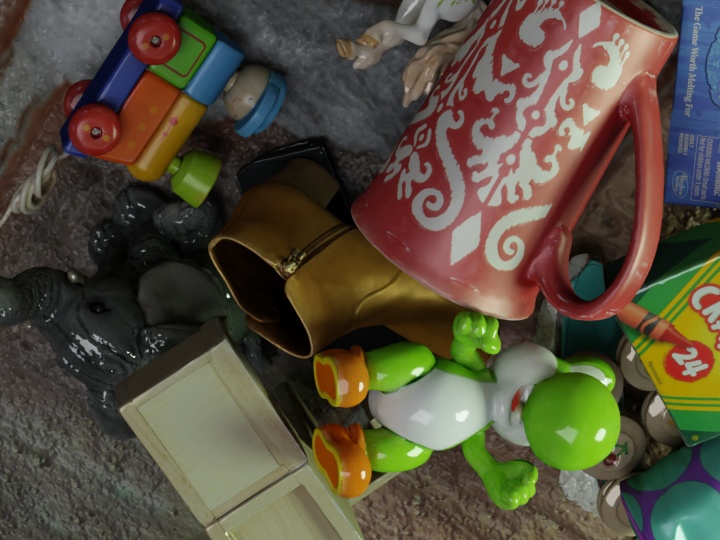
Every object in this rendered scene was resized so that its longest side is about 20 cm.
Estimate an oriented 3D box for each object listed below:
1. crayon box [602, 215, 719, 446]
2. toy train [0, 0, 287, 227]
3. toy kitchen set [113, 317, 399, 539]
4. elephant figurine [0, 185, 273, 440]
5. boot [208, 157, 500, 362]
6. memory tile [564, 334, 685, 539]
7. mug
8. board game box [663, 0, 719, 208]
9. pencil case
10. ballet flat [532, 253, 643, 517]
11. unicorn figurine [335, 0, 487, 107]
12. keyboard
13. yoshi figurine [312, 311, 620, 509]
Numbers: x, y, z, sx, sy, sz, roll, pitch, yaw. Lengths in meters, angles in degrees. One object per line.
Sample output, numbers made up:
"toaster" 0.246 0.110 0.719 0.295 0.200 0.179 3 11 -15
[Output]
"crayon box" 0.267 0.017 1.251 0.199 0.051 0.127 -25 116 17
"toy train" -0.144 -0.078 1.323 0.115 0.085 0.200 31 100 -19
"toy kitchen set" -0.052 0.078 1.329 0.163 0.200 0.181 -33 112 1
"elephant figurine" -0.156 0.041 1.342 0.154 0.200 0.142 7 119 10
"boot" -0.006 0.023 1.302 0.201 0.144 0.071 42 125 -6
"memory tile" 0.222 0.116 1.352 0.153 0.017 0.201 -25 116 0
"mug" 0.117 -0.078 1.241 0.177 0.133 0.201 30 108 0
"board game box" 0.293 -0.127 1.229 0.198 0.043 0.201 6 119 10
"pencil case" 0.271 0.134 1.312 0.199 0.085 0.093 -29 76 4
"ballet flat" 0.144 0.081 1.369 0.071 0.072 0.201 -5 114 17
"unicorn figurine" 0.033 -0.210 1.229 0.137 0.074 0.201 -32 137 -15
"keyboard" 0.000 0.000 1.386 0.126 0.021 0.201 -11 115 26
"yoshi figurine" 0.076 0.087 1.232 0.199 0.112 0.113 -4 149 -20
